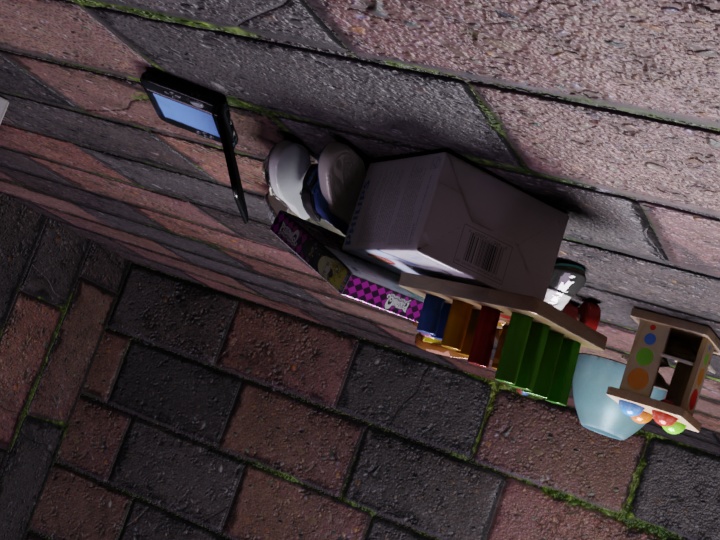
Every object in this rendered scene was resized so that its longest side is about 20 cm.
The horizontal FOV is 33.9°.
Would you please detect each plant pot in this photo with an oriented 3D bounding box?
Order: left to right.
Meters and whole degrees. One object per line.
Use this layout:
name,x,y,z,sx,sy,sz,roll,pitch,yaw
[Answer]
plant pot,0.523,0.272,2.458,0.197,0.137,0.200,21,171,3

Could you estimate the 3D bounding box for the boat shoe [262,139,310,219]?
boat shoe,-0.106,-0.131,1.650,0.063,0.071,0.200,32,167,17

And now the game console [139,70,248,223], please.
game console,-0.218,-0.161,1.584,0.173,0.118,0.200,20,171,1

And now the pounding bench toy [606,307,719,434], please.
pounding bench toy,0.484,0.173,1.846,0.123,0.158,0.199,15,170,32

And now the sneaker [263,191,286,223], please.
sneaker,-0.079,-0.069,1.990,0.199,0.087,0.074,41,170,-9

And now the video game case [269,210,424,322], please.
video game case,0.000,0.000,1.556,0.198,0.036,0.181,21,-166,-45

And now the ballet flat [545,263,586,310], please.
ballet flat,0.277,0.032,1.760,0.067,0.070,0.200,17,173,-13

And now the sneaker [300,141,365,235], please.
sneaker,-0.043,-0.116,1.575,0.110,0.077,0.200,30,166,29

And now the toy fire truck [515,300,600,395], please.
toy fire truck,0.295,0.118,1.918,0.111,0.171,0.200,21,172,-8

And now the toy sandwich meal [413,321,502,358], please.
toy sandwich meal,0.149,0.063,1.769,0.201,0.071,0.206,10,-160,-3

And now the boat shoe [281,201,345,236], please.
boat shoe,-0.075,-0.085,1.776,0.199,0.063,0.072,34,-173,34

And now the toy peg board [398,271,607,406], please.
toy peg board,0.165,0.088,1.444,0.197,0.099,0.199,11,170,38

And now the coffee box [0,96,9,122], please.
coffee box,-0.711,-0.264,2.148,0.079,0.115,0.199,24,172,-26

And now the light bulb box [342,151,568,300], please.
light bulb box,0.114,-0.047,1.468,0.196,0.127,0.199,24,170,-25
